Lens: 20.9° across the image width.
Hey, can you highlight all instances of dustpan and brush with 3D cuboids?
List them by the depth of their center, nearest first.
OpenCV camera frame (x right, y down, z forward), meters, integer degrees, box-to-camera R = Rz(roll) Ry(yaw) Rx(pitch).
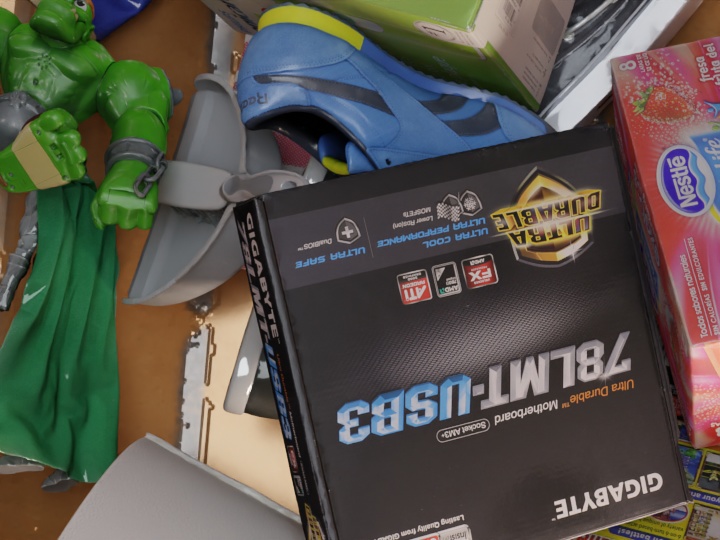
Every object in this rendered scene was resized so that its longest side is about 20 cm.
[{"bbox_3d":[-0.073,-0.043,1.062,0.057,0.199,0.141,23,81,-40],"label":"dustpan and brush"}]

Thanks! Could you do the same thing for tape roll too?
[{"bbox_3d":[-0.102,0.207,1.020,0.138,0.203,0.204,27,84,6],"label":"tape roll"}]

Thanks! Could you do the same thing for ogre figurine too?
[{"bbox_3d":[-0.187,-0.097,1.088,0.198,0.120,0.099,6,125,20],"label":"ogre figurine"}]

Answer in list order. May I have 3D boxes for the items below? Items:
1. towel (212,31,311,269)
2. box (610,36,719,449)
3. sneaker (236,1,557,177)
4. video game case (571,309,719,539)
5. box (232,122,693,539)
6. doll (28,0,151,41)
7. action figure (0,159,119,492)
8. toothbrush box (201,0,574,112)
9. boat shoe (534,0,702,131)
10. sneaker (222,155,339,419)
[{"bbox_3d":[-0.007,-0.090,1.133,0.145,0.030,0.202,10,82,20],"label":"towel"},{"bbox_3d":[0.200,-0.020,1.050,0.094,0.103,0.201,-11,53,3],"label":"box"},{"bbox_3d":[0.023,-0.066,1.034,0.199,0.066,0.079,23,60,-22],"label":"sneaker"},{"bbox_3d":[0.186,0.103,1.045,0.198,0.026,0.182,13,59,20],"label":"video game case"},{"bbox_3d":[0.053,0.043,0.970,0.198,0.050,0.200,-12,89,-20],"label":"box"},{"bbox_3d":[-0.112,-0.217,1.156,0.136,0.048,0.200,43,87,-4],"label":"doll"},{"bbox_3d":[-0.171,0.021,1.108,0.054,0.118,0.202,-12,63,30],"label":"action figure"},{"bbox_3d":[0.003,-0.167,1.053,0.199,0.146,0.087,19,85,21],"label":"toothbrush box"},{"bbox_3d":[0.140,-0.143,1.129,0.068,0.072,0.200,43,94,8],"label":"boat shoe"},{"bbox_3d":[0.000,0.000,1.065,0.098,0.071,0.201,19,66,-3],"label":"sneaker"}]
